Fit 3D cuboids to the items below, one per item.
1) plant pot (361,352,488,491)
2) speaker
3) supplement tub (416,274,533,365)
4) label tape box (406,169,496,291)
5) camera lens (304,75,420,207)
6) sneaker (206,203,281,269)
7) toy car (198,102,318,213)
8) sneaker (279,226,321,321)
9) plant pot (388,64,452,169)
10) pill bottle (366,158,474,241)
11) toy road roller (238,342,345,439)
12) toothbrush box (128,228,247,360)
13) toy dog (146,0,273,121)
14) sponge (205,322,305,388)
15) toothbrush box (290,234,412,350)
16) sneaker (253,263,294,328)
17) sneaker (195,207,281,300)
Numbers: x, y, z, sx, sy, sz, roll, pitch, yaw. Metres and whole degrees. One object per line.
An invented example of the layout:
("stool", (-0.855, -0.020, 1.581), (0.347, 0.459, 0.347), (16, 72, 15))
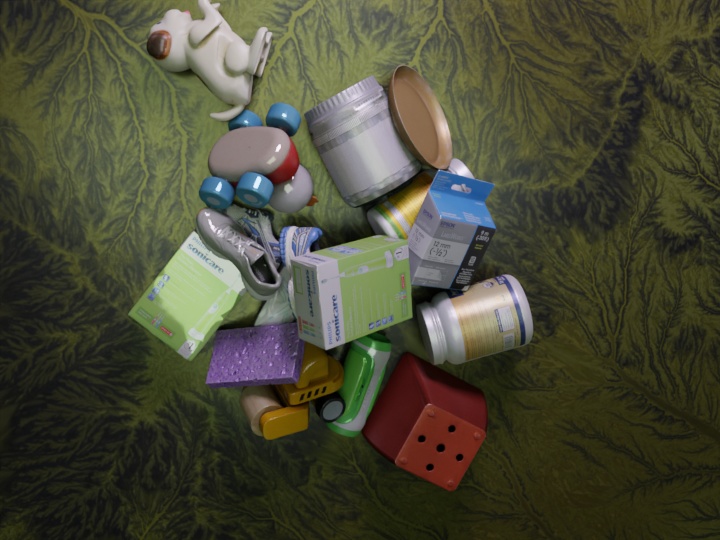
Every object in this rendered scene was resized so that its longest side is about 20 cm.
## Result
("plant pot", (0.139, 0.313, 1.355), (0.199, 0.176, 0.201), (28, 96, -10))
("speaker", (-0.004, 0.223, 1.370), (0.088, 0.088, 0.202), (19, 98, -9))
("supplement tub", (0.219, 0.099, 1.340), (0.198, 0.144, 0.146), (-15, 102, -4))
("label tape box", (0.167, -0.067, 1.249), (0.142, 0.066, 0.201), (7, 117, -35))
("camera lens", (0.006, -0.228, 1.250), (0.159, 0.160, 0.201), (-28, 102, 0))
("sneaker", (-0.212, -0.089, 1.306), (0.085, 0.077, 0.200), (-45, 109, -7))
("toy car", (-0.162, -0.166, 1.265), (0.200, 0.175, 0.186), (47, 52, -47))
("sneaker", (-0.085, 0.017, 1.235), (0.084, 0.077, 0.202), (-10, 100, 16))
("plant pot", (0.106, -0.274, 1.253), (0.027, 0.200, 0.201), (-20, 104, 31))
("pill bottle", (0.121, -0.121, 1.302), (0.199, 0.111, 0.112), (-36, 102, -7))
("toy road roller", (-0.128, 0.212, 1.302), (0.198, 0.123, 0.147), (-14, 122, -23))
("toothbrush box", (-0.312, 0.041, 1.297), (0.145, 0.086, 0.201), (38, 95, -11))
("toy dog", (-0.274, -0.384, 1.218), (0.198, 0.140, 0.195), (20, 111, -6))
("sponge", (-0.197, 0.160, 1.291), (0.198, 0.113, 0.030), (-8, 147, 25))
("toothbrush box", (-0.011, 0.032, 1.191), (0.199, 0.086, 0.147), (-18, 110, -37))
("sneaker", (-0.136, 0.039, 1.333), (0.080, 0.071, 0.202), (25, 104, -8))
("sneaker", (-0.207, -0.038, 1.211), (0.200, 0.092, 0.076), (47, 65, -8))
